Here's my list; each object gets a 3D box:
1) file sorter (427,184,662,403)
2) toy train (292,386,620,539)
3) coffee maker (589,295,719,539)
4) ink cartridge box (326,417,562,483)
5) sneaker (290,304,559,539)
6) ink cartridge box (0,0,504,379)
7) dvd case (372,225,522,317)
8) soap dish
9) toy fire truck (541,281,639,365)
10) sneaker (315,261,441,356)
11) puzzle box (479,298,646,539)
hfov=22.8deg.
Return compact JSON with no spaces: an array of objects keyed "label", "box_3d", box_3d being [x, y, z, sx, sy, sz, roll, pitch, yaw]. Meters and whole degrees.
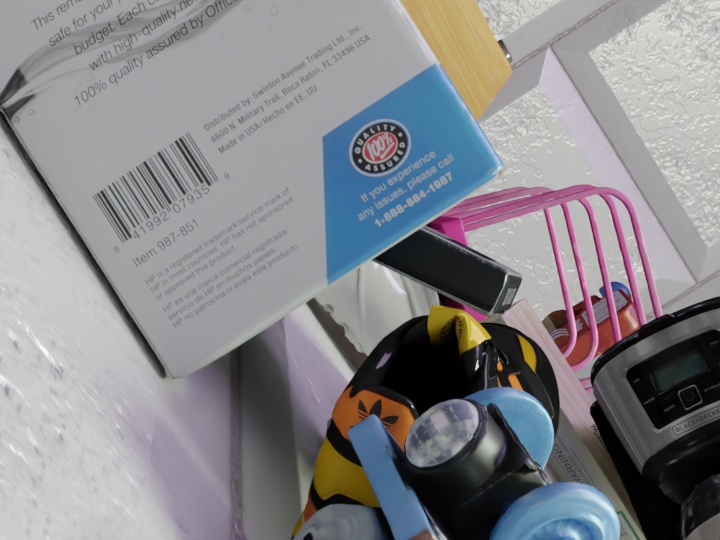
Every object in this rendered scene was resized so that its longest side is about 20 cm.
[{"label":"file sorter","box_3d":[0.102,0.017,1.150,0.200,0.125,0.139,-164,-121,-78]},{"label":"toy train","box_3d":[0.052,0.130,0.624,0.200,0.114,0.087,54,2,-34]},{"label":"coffee maker","box_3d":[0.195,0.135,0.859,0.192,0.135,0.200,81,-6,-58]},{"label":"ink cartridge box","box_3d":[0.072,0.151,0.816,0.146,0.085,0.200,53,6,-38]},{"label":"sneaker","box_3d":[0.041,0.049,0.724,0.070,0.090,0.200,22,27,16]},{"label":"ink cartridge box","box_3d":[-0.058,-0.083,0.681,0.200,0.145,0.084,57,6,1]},{"label":"dvd case","box_3d":[-0.023,-0.032,0.799,0.200,0.025,0.150,25,3,7]},{"label":"soap dish","box_3d":[0.012,-0.193,1.097,0.200,0.081,0.157,55,8,-43]},{"label":"toy fire truck","box_3d":[0.186,0.073,1.674,0.112,0.168,0.200,57,6,-2]},{"label":"sneaker","box_3d":[0.000,0.000,1.066,0.075,0.087,0.200,-124,-161,-81]},{"label":"puzzle box","box_3d":[0.094,0.124,0.966,0.025,0.133,0.200,-34,92,-44]}]
